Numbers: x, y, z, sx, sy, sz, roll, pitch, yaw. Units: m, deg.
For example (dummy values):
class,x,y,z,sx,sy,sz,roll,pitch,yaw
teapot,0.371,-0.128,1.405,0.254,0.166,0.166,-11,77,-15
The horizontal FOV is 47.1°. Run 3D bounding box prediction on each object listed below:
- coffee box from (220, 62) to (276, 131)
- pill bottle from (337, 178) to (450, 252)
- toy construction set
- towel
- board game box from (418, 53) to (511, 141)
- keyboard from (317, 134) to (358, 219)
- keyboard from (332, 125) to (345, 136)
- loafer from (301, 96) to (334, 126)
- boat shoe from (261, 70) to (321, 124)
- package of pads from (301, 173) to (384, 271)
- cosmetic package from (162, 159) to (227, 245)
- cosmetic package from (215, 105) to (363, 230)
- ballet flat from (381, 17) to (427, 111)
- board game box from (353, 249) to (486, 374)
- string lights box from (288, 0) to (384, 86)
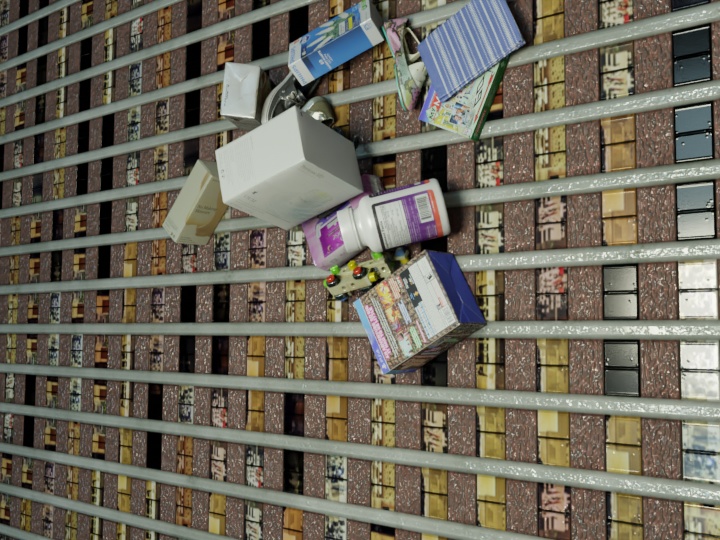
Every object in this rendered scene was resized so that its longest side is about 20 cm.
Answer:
class,x,y,z,sx,sy,sz,roll,pitch,yaw
coffee box,-0.243,-0.378,1.828,0.079,0.200,0.115,7,91,5
pill bottle,0.061,-0.097,1.561,0.199,0.111,0.112,-14,75,3
toy construction set,0.000,0.000,1.657,0.200,0.131,0.092,-32,112,34
towel,0.204,-0.424,1.551,0.200,0.024,0.145,-33,65,31
board game box,0.202,-0.363,1.576,0.134,0.029,0.201,29,104,36
keyboard,-0.043,-0.206,1.715,0.127,0.021,0.200,-37,37,38
keyboard,-0.092,-0.210,1.741,0.200,0.021,0.127,-59,26,8
loafer,-0.130,-0.289,1.811,0.200,0.075,0.070,-50,61,24
boat shoe,-0.141,-0.381,1.793,0.066,0.070,0.200,9,57,47
package of pads,-0.023,-0.097,1.708,0.200,0.076,0.121,-35,61,31
cosmetic package,-0.382,-0.162,1.992,0.071,0.105,0.200,47,117,30
cosmetic package,-0.134,-0.190,1.590,0.200,0.199,0.123,-25,65,26
ballet flat,0.097,-0.419,1.650,0.071,0.069,0.201,-17,74,18
board game box,0.110,0.082,1.571,0.200,0.097,0.160,-37,65,31
string lights box,-0.052,-0.474,1.716,0.200,0.059,0.103,-25,38,18
